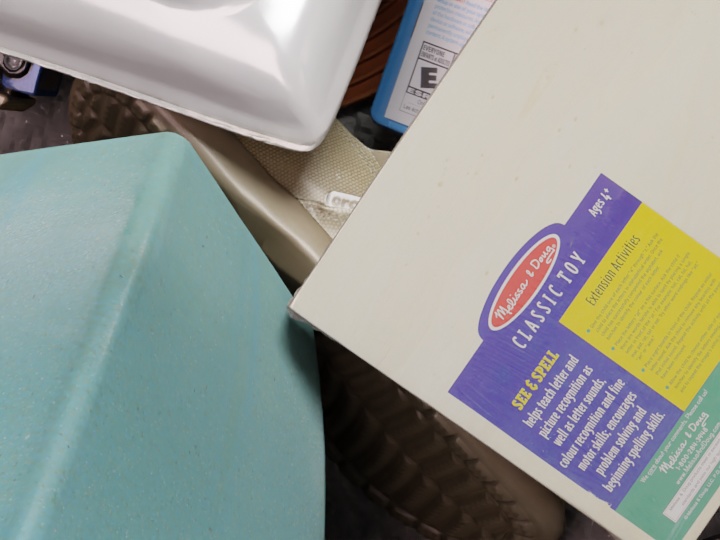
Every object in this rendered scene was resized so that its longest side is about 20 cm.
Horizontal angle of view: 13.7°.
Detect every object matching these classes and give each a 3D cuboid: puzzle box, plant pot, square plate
[{"bbox_3d":[0.087,-0.034,0.838,0.133,0.025,0.200,35,89,-3],"label":"puzzle box"},{"bbox_3d":[-0.092,0.069,0.803,0.141,0.141,0.200,-6,46,29],"label":"plant pot"},{"bbox_3d":[-0.068,-0.154,0.884,0.198,0.028,0.201,18,76,15],"label":"square plate"}]

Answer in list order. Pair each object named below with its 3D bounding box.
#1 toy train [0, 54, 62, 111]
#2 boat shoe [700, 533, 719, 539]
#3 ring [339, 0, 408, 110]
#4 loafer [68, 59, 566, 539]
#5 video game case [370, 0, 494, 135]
[{"bbox_3d":[-0.088,-0.140,0.949,0.046,0.034,0.201,18,97,10],"label":"toy train"},{"bbox_3d":[0.032,0.120,0.889,0.200,0.072,0.065,-28,99,27],"label":"boat shoe"},{"bbox_3d":[-0.032,-0.147,0.950,0.200,0.019,0.201,0,91,25],"label":"ring"},{"bbox_3d":[0.000,0.000,0.899,0.200,0.067,0.076,49,150,-4],"label":"loafer"},{"bbox_3d":[0.100,-0.113,0.881,0.143,0.018,0.201,22,99,15],"label":"video game case"}]
